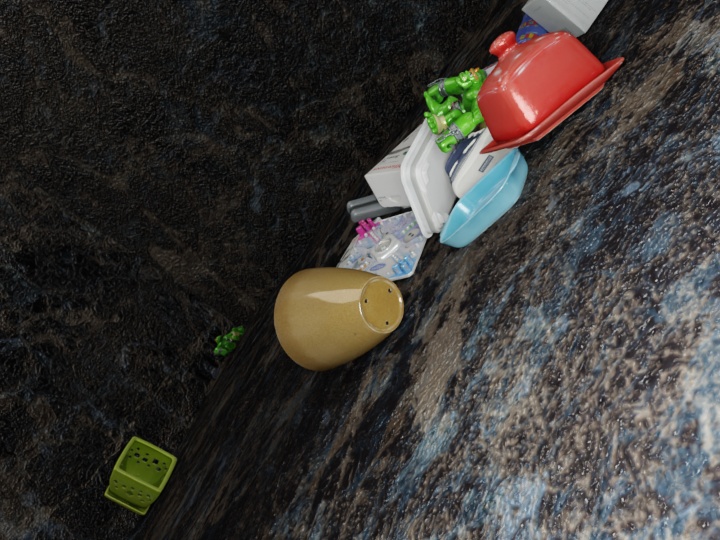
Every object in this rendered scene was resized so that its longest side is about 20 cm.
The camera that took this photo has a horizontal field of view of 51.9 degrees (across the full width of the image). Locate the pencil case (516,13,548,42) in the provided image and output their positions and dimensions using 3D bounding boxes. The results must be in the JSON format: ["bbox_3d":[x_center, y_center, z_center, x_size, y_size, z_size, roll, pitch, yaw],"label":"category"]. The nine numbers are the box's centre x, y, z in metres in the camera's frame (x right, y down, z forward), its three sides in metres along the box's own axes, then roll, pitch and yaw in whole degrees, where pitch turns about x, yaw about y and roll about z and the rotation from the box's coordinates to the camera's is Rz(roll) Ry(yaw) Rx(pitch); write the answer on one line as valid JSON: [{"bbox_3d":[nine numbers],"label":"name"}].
[{"bbox_3d":[0.350,-0.455,1.475,0.077,0.087,0.201,-12,33,30],"label":"pencil case"}]

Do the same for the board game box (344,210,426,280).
[{"bbox_3d":[0.046,-0.050,1.482,0.198,0.026,0.201,-15,38,38],"label":"board game box"}]

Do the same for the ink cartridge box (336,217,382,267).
[{"bbox_3d":[0.000,0.000,1.628,0.201,0.083,0.144,-59,11,-29],"label":"ink cartridge box"}]

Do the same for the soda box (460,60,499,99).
[{"bbox_3d":[0.274,-0.354,1.341,0.199,0.064,0.068,-15,18,49],"label":"soda box"}]

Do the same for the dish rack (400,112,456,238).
[{"bbox_3d":[0.145,-0.179,1.381,0.043,0.173,0.201,0,43,31],"label":"dish rack"}]

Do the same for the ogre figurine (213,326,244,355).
[{"bbox_3d":[-0.671,0.366,3.724,0.119,0.098,0.202,-25,41,36],"label":"ogre figurine"}]

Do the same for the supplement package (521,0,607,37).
[{"bbox_3d":[0.413,-0.545,1.370,0.201,0.109,0.114,-55,9,2],"label":"supplement package"}]

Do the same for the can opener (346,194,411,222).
[{"bbox_3d":[0.067,-0.143,1.631,0.067,0.198,0.053,96,154,-48],"label":"can opener"}]

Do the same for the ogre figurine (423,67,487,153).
[{"bbox_3d":[0.177,-0.292,1.298,0.119,0.099,0.200,-26,17,18],"label":"ogre figurine"}]

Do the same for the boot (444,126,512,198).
[{"bbox_3d":[0.216,-0.225,1.286,0.200,0.072,0.091,-51,33,26],"label":"boot"}]

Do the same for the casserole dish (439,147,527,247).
[{"bbox_3d":[0.195,-0.105,1.150,0.200,0.039,0.122,-44,14,47],"label":"casserole dish"}]

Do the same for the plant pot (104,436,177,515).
[{"bbox_3d":[-0.840,0.790,2.806,0.182,0.199,0.199,-59,7,24],"label":"plant pot"}]

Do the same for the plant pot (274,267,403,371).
[{"bbox_3d":[-0.020,0.072,1.275,0.199,0.186,0.187,-16,37,52],"label":"plant pot"}]

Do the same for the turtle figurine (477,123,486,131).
[{"bbox_3d":[0.246,-0.268,1.383,0.200,0.064,0.162,-50,10,28],"label":"turtle figurine"}]

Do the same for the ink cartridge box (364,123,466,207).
[{"bbox_3d":[0.126,-0.228,1.558,0.200,0.085,0.146,-44,23,-24],"label":"ink cartridge box"}]

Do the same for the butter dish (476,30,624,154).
[{"bbox_3d":[0.245,-0.282,1.089,0.199,0.148,0.200,-38,8,-5],"label":"butter dish"}]
